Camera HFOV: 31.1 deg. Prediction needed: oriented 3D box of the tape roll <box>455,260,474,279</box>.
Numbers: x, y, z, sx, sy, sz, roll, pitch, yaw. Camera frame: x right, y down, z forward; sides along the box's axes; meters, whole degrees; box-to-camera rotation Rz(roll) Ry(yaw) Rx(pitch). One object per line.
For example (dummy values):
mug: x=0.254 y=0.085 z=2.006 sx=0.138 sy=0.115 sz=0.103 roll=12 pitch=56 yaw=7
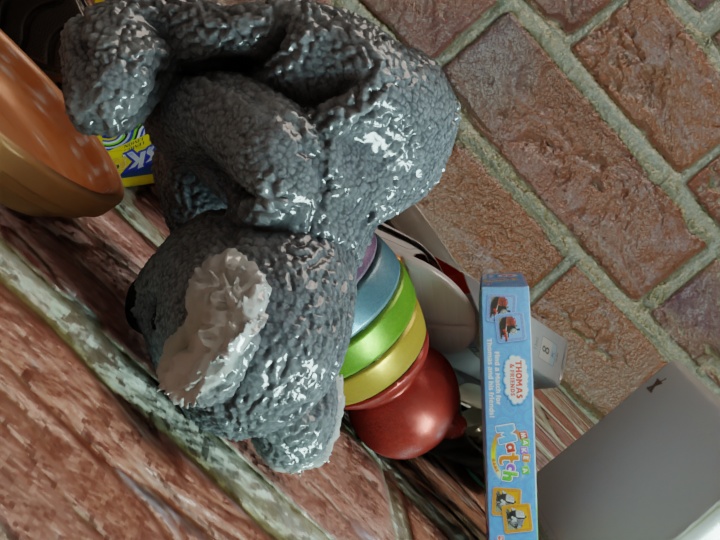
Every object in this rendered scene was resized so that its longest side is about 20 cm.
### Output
tape roll: x=0.098 y=0.030 z=1.279 sx=0.200 sy=0.048 sz=0.200 roll=46 pitch=4 yaw=-4

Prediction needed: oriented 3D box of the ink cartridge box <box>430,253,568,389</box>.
ink cartridge box: x=0.043 y=0.044 z=1.042 sx=0.200 sy=0.047 sz=0.160 roll=31 pitch=-26 yaw=-34

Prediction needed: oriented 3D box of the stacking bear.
stacking bear: x=-0.004 y=0.040 z=0.841 sx=0.200 sy=0.121 sz=0.114 roll=55 pitch=31 yaw=-27

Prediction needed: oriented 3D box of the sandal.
sandal: x=-0.001 y=-0.007 z=0.928 sx=0.207 sy=0.059 sz=0.079 roll=19 pitch=-46 yaw=27

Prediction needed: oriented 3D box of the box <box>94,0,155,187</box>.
box: x=-0.155 y=-0.150 z=0.858 sx=0.064 sy=0.070 sz=0.200 roll=97 pitch=-21 yaw=-52

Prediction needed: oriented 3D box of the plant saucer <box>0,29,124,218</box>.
plant saucer: x=-0.204 y=-0.096 z=0.655 sx=0.200 sy=0.037 sz=0.200 roll=46 pitch=7 yaw=-7

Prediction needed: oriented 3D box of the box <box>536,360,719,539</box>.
box: x=0.251 y=0.217 z=0.995 sx=0.171 sy=0.200 sz=0.199 roll=48 pitch=6 yaw=-18

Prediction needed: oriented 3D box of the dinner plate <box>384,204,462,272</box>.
dinner plate: x=0.041 y=-0.030 z=1.094 sx=0.200 sy=0.024 sz=0.200 roll=53 pitch=-2 yaw=2

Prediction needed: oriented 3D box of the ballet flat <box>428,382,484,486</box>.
ballet flat: x=0.092 y=0.132 z=1.063 sx=0.068 sy=0.068 sz=0.200 roll=61 pitch=12 yaw=27

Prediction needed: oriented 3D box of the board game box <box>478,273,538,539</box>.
board game box: x=0.102 y=0.105 z=0.900 sx=0.151 sy=0.037 sz=0.200 roll=-29 pitch=117 yaw=-83

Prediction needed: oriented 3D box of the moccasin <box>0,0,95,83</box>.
moccasin: x=-0.223 y=-0.169 z=0.815 sx=0.201 sy=0.074 sz=0.078 roll=30 pitch=-10 yaw=30

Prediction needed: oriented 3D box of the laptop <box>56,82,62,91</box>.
laptop: x=-0.145 y=-0.137 z=0.983 sx=0.200 sy=0.103 sz=0.177 roll=68 pitch=13 yaw=21

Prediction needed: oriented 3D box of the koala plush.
koala plush: x=-0.046 y=-0.011 z=0.622 sx=0.177 sy=0.184 sz=0.200 roll=62 pitch=30 yaw=-61
